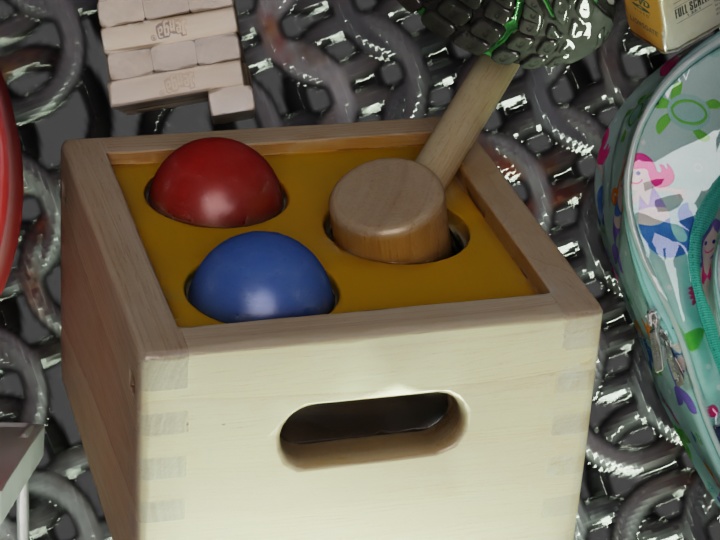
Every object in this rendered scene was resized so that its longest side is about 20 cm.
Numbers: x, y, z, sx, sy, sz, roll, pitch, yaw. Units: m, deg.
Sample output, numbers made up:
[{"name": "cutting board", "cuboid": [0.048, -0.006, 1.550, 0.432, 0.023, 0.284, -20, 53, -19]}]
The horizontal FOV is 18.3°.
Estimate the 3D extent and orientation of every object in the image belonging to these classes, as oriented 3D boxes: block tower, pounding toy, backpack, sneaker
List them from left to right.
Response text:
[{"name": "block tower", "cuboid": [-0.082, -0.156, 0.864, 0.057, 0.054, 0.202, -10, 91, -1]}, {"name": "pounding toy", "cuboid": [0.000, 0.000, 0.799, 0.198, 0.184, 0.143, -5, 120, -16]}, {"name": "sneaker", "cuboid": [0.037, -0.162, 0.820, 0.085, 0.078, 0.201, -15, 65, -38]}, {"name": "backpack", "cuboid": [0.184, -0.006, 0.836, 0.176, 0.151, 0.201, -24, 87, -1]}]

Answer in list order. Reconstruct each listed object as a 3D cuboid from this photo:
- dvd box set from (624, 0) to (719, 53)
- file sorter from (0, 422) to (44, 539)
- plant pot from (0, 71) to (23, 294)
[{"name": "dvd box set", "cuboid": [0.141, -0.193, 0.776, 0.146, 0.029, 0.201, -31, 129, -17]}, {"name": "file sorter", "cuboid": [-0.224, 0.127, 0.826, 0.198, 0.139, 0.126, 1, 95, -2]}, {"name": "plant pot", "cuboid": [-0.218, -0.026, 0.792, 0.199, 0.182, 0.202, 0, 87, -7]}]
